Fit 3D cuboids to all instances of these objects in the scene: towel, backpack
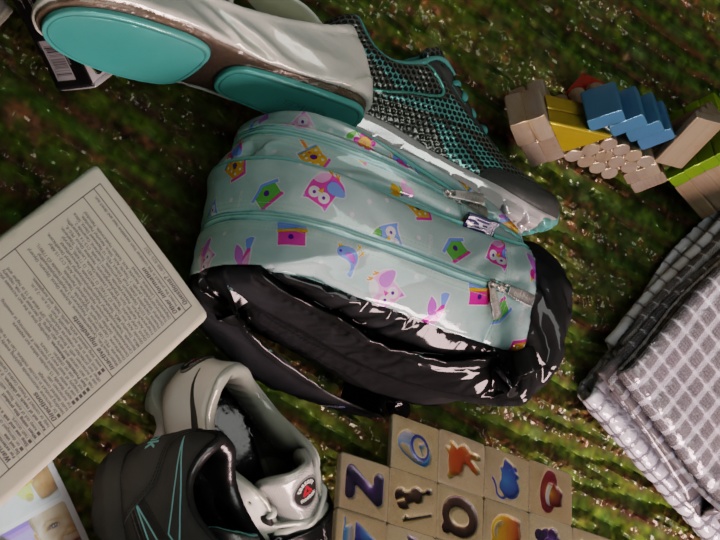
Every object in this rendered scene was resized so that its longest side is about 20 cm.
[{"bbox_3d":[0.255,0.061,1.108,0.200,0.085,0.166,-47,109,-18],"label":"towel"},{"bbox_3d":[0.000,0.000,0.941,0.199,0.166,0.128,24,64,-28],"label":"backpack"}]

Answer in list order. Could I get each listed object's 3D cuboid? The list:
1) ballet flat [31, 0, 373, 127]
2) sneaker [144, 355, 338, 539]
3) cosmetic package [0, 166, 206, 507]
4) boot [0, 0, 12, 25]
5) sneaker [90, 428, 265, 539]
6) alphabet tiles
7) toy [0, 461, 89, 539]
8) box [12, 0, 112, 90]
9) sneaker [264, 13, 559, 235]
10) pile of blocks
[{"bbox_3d":[-0.080,-0.127,0.894,0.198,0.069,0.070,14,84,-32],"label":"ballet flat"},{"bbox_3d":[-0.046,0.139,0.936,0.074,0.088,0.201,-35,97,-30],"label":"sneaker"},{"bbox_3d":[-0.180,0.046,0.851,0.104,0.073,0.200,54,48,-7],"label":"cosmetic package"},{"bbox_3d":[-0.249,-0.201,0.858,0.200,0.073,0.182,45,84,-14],"label":"boot"},{"bbox_3d":[-0.083,0.177,0.868,0.075,0.079,0.202,14,57,-60],"label":"sneaker"},{"bbox_3d":[0.067,0.175,0.956,0.198,0.006,0.168,21,55,-28],"label":"alphabet tiles"},{"bbox_3d":[-0.222,0.092,0.887,0.114,0.047,0.202,-28,103,-26],"label":"toy"},{"bbox_3d":[-0.157,-0.209,0.888,0.110,0.034,0.201,-45,122,-36],"label":"box"},{"bbox_3d":[0.044,-0.085,1.008,0.199,0.077,0.092,25,75,-26],"label":"sneaker"},{"bbox_3d":[0.176,-0.097,1.071,0.198,0.082,0.063,13,50,-29],"label":"pile of blocks"}]
